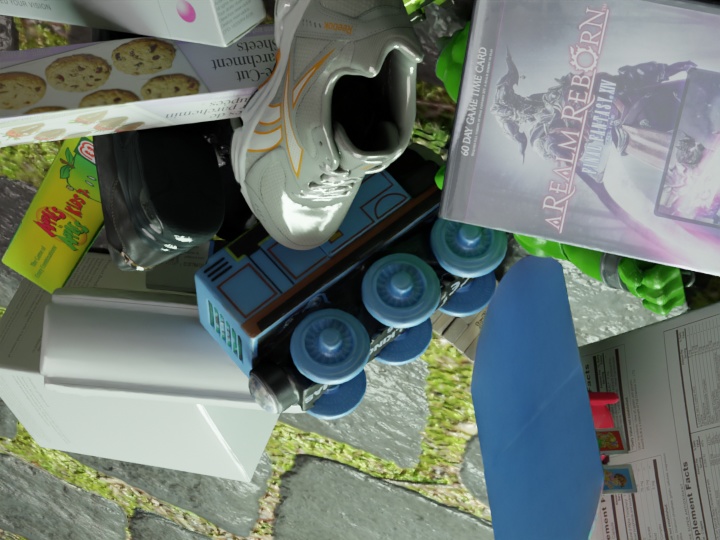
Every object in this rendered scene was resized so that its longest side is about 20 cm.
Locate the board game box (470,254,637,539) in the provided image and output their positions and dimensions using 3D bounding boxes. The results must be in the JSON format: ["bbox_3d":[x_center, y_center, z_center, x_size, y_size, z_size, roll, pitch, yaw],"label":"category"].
[{"bbox_3d":[0.119,0.093,0.990,0.039,0.201,0.158,2,150,-18],"label":"board game box"}]

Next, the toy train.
[{"bbox_3d":[0.000,0.000,0.976,0.114,0.200,0.087,47,161,17],"label":"toy train"}]

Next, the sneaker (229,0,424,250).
[{"bbox_3d":[-0.016,-0.069,0.856,0.075,0.092,0.200,-11,142,-21],"label":"sneaker"}]

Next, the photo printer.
[{"bbox_3d":[-0.106,0.052,1.073,0.199,0.070,0.166,6,178,-8],"label":"photo printer"}]

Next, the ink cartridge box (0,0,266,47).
[{"bbox_3d":[-0.154,-0.220,0.844,0.196,0.043,0.201,13,133,37],"label":"ink cartridge box"}]

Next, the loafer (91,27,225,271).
[{"bbox_3d":[-0.132,-0.095,0.945,0.073,0.201,0.072,15,146,-38],"label":"loafer"}]

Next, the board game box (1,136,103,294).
[{"bbox_3d":[-0.172,-0.072,1.084,0.048,0.102,0.200,33,146,-7],"label":"board game box"}]

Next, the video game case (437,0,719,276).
[{"bbox_3d":[0.147,-0.071,0.813,0.199,0.019,0.143,11,120,5],"label":"video game case"}]

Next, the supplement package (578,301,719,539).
[{"bbox_3d":[0.250,0.100,0.968,0.151,0.151,0.200,6,161,-38],"label":"supplement package"}]

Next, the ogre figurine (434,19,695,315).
[{"bbox_3d":[0.102,-0.073,0.898,0.200,0.098,0.120,44,161,-25],"label":"ogre figurine"}]

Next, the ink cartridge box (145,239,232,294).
[{"bbox_3d":[-0.049,0.006,1.123,0.099,0.039,0.200,3,175,28],"label":"ink cartridge box"}]

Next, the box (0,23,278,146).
[{"bbox_3d":[-0.116,-0.100,0.878,0.199,0.042,0.039,-9,164,-21],"label":"box"}]

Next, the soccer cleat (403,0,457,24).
[{"bbox_3d":[0.026,-0.180,0.864,0.200,0.065,0.084,-29,91,56],"label":"soccer cleat"}]

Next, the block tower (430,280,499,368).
[{"bbox_3d":[0.025,-0.013,1.069,0.200,0.054,0.058,40,179,-23],"label":"block tower"}]

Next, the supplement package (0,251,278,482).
[{"bbox_3d":[-0.167,0.071,1.264,0.199,0.122,0.120,6,143,27],"label":"supplement package"}]

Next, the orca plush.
[{"bbox_3d":[-0.105,-0.059,1.057,0.071,0.106,0.200,-21,174,-5],"label":"orca plush"}]
